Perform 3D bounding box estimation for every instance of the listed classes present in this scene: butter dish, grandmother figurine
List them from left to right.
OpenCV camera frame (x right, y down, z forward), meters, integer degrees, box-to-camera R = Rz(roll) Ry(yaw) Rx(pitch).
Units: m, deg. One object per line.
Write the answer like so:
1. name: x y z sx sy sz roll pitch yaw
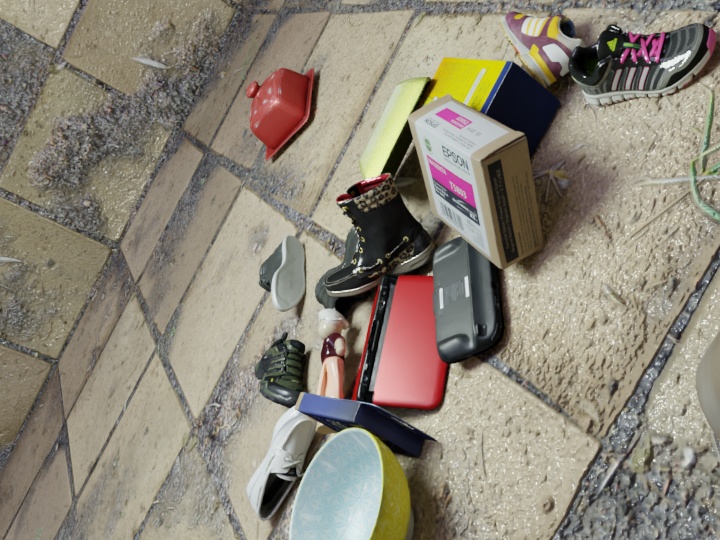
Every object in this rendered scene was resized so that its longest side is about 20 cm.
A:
1. butter dish: -0.217 -0.415 1.980 0.198 0.146 0.204 -35 38 39
2. grandmother figurine: -0.046 0.149 1.281 0.122 0.059 0.204 125 150 -47

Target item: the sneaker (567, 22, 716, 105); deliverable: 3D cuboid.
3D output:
1. sneaker: 0.335 -0.263 0.984 0.198 0.086 0.075 -4 62 58

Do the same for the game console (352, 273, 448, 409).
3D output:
1. game console: 0.064 0.119 1.188 0.173 0.116 0.204 105 179 -65

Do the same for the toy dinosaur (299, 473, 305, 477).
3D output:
1. toy dinosaur: -0.057 0.346 1.172 0.087 0.047 0.204 7 72 45

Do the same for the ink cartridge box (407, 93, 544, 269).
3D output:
1. ink cartridge box: 0.152 -0.122 1.068 0.074 0.167 0.200 -27 33 -11

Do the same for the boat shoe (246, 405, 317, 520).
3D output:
1. boat shoe: -0.118 0.312 1.289 0.203 0.072 0.065 -65 31 17

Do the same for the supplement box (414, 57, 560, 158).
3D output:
1. supplement box: 0.183 -0.240 1.198 0.111 0.108 0.199 -60 28 2

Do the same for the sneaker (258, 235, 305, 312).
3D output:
1. sneaker: -0.162 0.028 1.599 0.099 0.070 0.203 -45 27 33

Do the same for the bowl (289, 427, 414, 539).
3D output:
1. bowl: 0.006 0.317 1.023 0.200 0.106 0.203 -40 35 36

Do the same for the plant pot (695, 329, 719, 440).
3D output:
1. plant pot: 0.355 0.068 0.596 0.175 0.195 0.203 122 157 -45

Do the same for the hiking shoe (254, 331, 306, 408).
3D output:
1. hiking shoe: -0.134 0.173 1.414 0.102 0.075 0.200 -63 27 5

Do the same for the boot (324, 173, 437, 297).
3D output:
1. boot: 0.005 -0.052 1.243 0.196 0.152 0.074 -20 25 25

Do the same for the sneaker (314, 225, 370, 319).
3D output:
1. sneaker: 0.000 0.000 1.358 0.202 0.075 0.091 -59 37 21

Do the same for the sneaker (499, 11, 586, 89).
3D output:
1. sneaker: 0.273 -0.344 1.189 0.089 0.075 0.202 -33 38 17

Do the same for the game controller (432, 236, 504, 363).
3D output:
1. game controller: 0.144 0.031 1.100 0.104 0.042 0.204 -34 39 36

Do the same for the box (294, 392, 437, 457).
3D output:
1. box: 0.004 0.212 1.100 0.198 0.120 0.033 -7 54 57

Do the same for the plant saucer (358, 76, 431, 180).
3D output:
1. plant saucer: 0.058 -0.234 1.345 0.203 0.047 0.200 -63 -5 11
